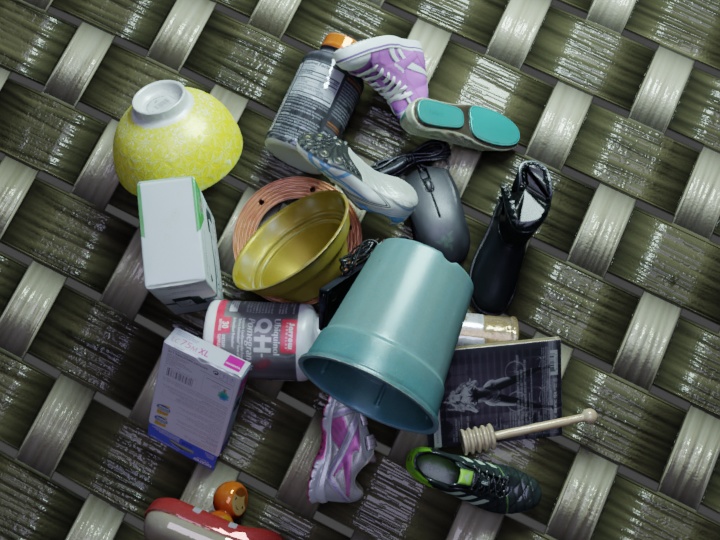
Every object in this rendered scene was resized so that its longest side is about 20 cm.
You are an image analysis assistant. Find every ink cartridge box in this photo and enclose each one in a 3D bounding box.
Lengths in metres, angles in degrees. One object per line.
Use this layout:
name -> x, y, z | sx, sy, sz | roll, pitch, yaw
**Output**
ink cartridge box -> -0.251, -0.030, 1.213 | 0.082, 0.200, 0.149 | -8, 79, -4
ink cartridge box -> -0.231, 0.184, 1.203 | 0.118, 0.202, 0.042 | 25, 35, 6

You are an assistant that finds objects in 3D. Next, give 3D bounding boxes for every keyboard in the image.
keyboard -> 0.000, 0.000, 1.214 | 0.039, 0.105, 0.199 | 27, 38, 26

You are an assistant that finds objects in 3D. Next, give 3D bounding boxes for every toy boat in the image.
toy boat -> -0.193, 0.354, 1.186 | 0.197, 0.131, 0.132 | 21, 50, 5

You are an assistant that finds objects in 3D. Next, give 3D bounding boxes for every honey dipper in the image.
honey dipper -> 0.240, 0.225, 1.212 | 0.197, 0.038, 0.039 | -10, 78, -1

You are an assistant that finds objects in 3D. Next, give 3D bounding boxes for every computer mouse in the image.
computer mouse -> 0.103, -0.099, 1.295 | 0.137, 0.053, 0.202 | -20, 79, -4

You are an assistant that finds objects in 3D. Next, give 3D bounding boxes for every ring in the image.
ring -> -0.095, -0.044, 1.305 | 0.197, 0.019, 0.204 | 0, 78, 2

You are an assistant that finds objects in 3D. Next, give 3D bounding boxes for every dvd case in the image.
dvd case -> 0.189, 0.175, 1.222 | 0.197, 0.016, 0.151 | -6, 107, -1

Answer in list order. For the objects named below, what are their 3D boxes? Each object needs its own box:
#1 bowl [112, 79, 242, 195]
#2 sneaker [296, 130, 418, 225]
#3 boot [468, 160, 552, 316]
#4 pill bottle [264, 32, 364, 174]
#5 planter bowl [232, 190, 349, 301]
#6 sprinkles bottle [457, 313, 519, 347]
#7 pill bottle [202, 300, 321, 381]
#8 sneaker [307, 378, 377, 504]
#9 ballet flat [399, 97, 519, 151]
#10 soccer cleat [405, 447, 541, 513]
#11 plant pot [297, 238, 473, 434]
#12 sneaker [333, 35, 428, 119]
bowl -> -0.279, -0.211, 1.253 | 0.197, 0.109, 0.202 | -5, 47, 6
sneaker -> -0.011, -0.130, 1.238 | 0.198, 0.073, 0.072 | 31, 38, -12
boot -> 0.211, -0.042, 1.223 | 0.075, 0.168, 0.203 | 17, 80, 4
pill bottle -> -0.060, -0.258, 1.303 | 0.105, 0.106, 0.202 | 23, 79, 6
planter bowl -> -0.080, -0.017, 1.225 | 0.200, 0.200, 0.084 | -42, 120, -7
sprinkles bottle -> 0.128, 0.092, 1.247 | 0.197, 0.068, 0.069 | 5, 78, 2
pill bottle -> -0.120, 0.101, 1.227 | 0.197, 0.111, 0.113 | 2, 78, 1
sneaker -> -0.015, 0.237, 1.219 | 0.087, 0.081, 0.203 | 12, 87, 2
ballet flat -> 0.150, -0.221, 1.310 | 0.197, 0.062, 0.069 | 11, 72, -25
soccer cleat -> 0.159, 0.295, 1.198 | 0.197, 0.081, 0.068 | 15, 79, 4
plant pot -> 0.047, 0.078, 1.126 | 0.198, 0.201, 0.198 | 24, 68, 6
sneaker -> 0.042, -0.284, 1.275 | 0.072, 0.199, 0.116 | -9, 93, 41
